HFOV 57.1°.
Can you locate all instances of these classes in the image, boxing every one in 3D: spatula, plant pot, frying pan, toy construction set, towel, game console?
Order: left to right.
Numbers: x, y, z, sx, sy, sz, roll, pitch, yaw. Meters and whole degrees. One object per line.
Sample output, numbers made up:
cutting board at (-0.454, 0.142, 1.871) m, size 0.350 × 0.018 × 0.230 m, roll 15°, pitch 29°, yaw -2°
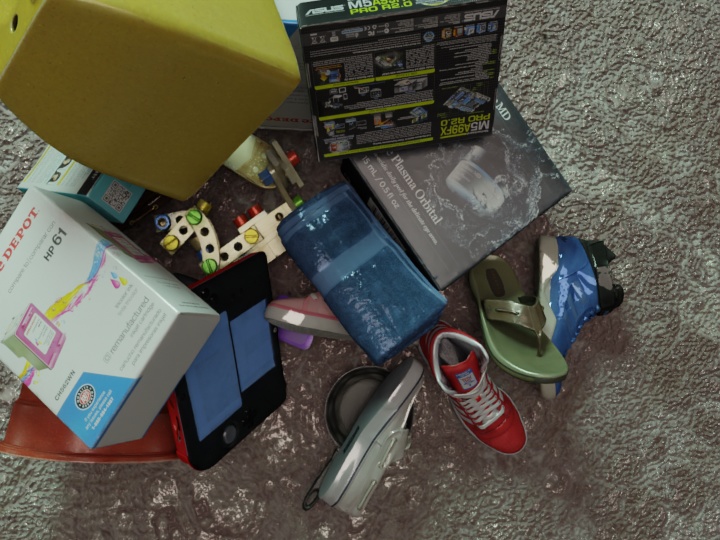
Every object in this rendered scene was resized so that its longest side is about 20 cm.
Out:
plant pot at (-0.285, 0.102, 0.747) m, size 0.196 × 0.201 × 0.200 m, roll 4°, pitch 80°, yaw -3°
plant pot at (-0.205, -0.207, 0.571) m, size 0.193 × 0.198 × 0.198 m, roll -35°, pitch 64°, yaw 32°
game console at (-0.147, 0.099, 0.738) m, size 0.031 × 0.176 × 0.204 m, roll 9°, pitch 115°, yaw 33°
spatula at (-0.148, 0.041, 0.832) m, size 0.197 × 0.021 × 0.058 m, roll 20°, pitch 89°, yaw -2°
toy construction set at (-0.142, -0.064, 0.803) m, size 0.198 × 0.092 × 0.132 m, roll -35°, pitch 96°, yaw 8°
towel at (0.000, 0.000, 0.749) m, size 0.111 × 0.049 × 0.201 m, roll -33°, pitch 78°, yaw -23°
frying pan at (0.003, 0.214, 0.830) m, size 0.113 × 0.031 × 0.194 m, roll 13°, pitch 91°, yaw -2°

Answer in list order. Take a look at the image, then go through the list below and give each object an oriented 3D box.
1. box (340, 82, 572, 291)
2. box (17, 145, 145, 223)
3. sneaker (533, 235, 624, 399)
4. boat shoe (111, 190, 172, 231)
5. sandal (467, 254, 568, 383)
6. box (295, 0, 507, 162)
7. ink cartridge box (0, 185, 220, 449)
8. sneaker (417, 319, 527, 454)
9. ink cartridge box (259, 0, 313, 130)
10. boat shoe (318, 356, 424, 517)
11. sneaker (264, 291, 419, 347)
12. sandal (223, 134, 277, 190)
box at (0.108, -0.111, 0.803) m, size 0.199 × 0.117 × 0.198 m, roll -36°, pitch 90°, yaw -5°
box at (-0.307, -0.107, 0.742) m, size 0.049 × 0.198 × 0.083 m, roll 44°, pitch 67°, yaw -41°
sneaker at (0.273, 0.059, 0.825) m, size 0.109 × 0.077 × 0.204 m, roll 2°, pitch 82°, yaw 6°
boat shoe at (-0.313, -0.056, 0.796) m, size 0.198 × 0.070 × 0.071 m, roll -31°, pitch 46°, yaw 15°
sandal at (0.178, 0.048, 0.777) m, size 0.078 × 0.058 × 0.203 m, roll -6°, pitch 47°, yaw -15°
box at (0.041, -0.198, 0.670) m, size 0.196 × 0.162 × 0.045 m, roll -9°, pitch 51°, yaw -2°
ink cartridge box at (-0.254, 0.041, 0.614) m, size 0.199 × 0.085 × 0.146 m, roll 36°, pitch 94°, yaw 16°
sneaker at (0.141, 0.148, 0.798) m, size 0.071 × 0.112 × 0.201 m, roll -38°, pitch 91°, yaw -3°
ink cartridge box at (-0.068, -0.247, 0.750) m, size 0.143 × 0.200 × 0.088 m, roll 2°, pitch 73°, yaw -3°
boat shoe at (0.027, 0.201, 0.786) m, size 0.065 × 0.072 × 0.202 m, roll 32°, pitch 88°, yaw -8°
sneaker at (-0.017, 0.030, 0.802) m, size 0.196 × 0.075 × 0.107 m, roll 9°, pitch 80°, yaw -20°
sandal at (-0.185, -0.165, 0.811) m, size 0.209 × 0.070 × 0.079 m, roll 25°, pitch 87°, yaw -2°
